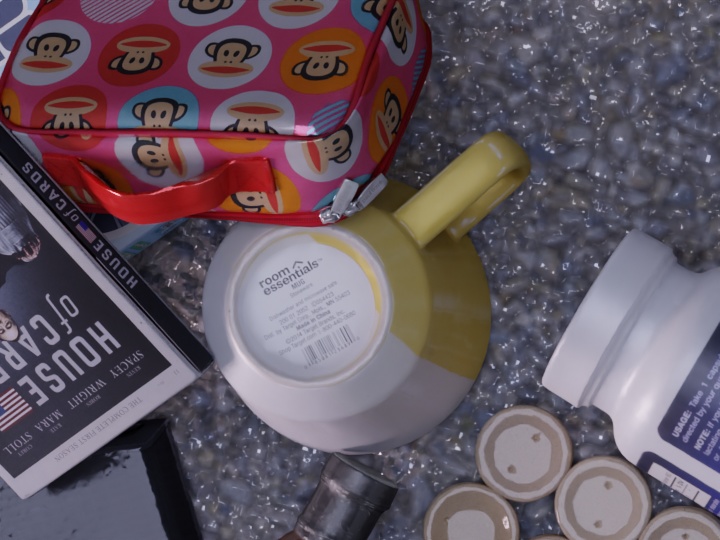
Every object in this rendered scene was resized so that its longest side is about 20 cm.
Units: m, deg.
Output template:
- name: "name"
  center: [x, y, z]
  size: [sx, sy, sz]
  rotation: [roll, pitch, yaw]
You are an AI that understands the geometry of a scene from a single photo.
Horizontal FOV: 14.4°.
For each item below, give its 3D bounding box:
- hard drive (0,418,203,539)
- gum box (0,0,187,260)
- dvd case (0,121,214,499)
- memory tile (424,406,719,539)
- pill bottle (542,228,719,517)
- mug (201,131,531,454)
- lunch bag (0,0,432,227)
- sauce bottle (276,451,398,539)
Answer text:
- name: "hard drive"
  center: [-0.184, 0.164, 1.530]
  size: [0.200, 0.042, 0.135]
  rotation: [-17, 86, 7]
- name: "gum box"
  center: [-0.159, -0.086, 1.535]
  size: [0.200, 0.045, 0.170]
  rotation: [-34, 84, 7]
- name: "dvd case"
  center: [-0.187, 0.008, 1.424]
  size: [0.200, 0.025, 0.150]
  rotation: [48, 127, -8]
- name: "memory tile"
  center: [0.089, 0.186, 1.496]
  size: [0.153, 0.017, 0.200]
  rotation: [31, 93, 8]
- name: "pill bottle"
  center: [0.200, 0.069, 1.442]
  size: [0.200, 0.116, 0.116]
  rotation: [31, 92, 7]
- name: "mug"
  center: [-0.009, 0.003, 1.456]
  size: [0.149, 0.153, 0.187]
  rotation: [17, 90, 9]
- name: "lunch bag"
  center: [-0.075, -0.091, 1.410]
  size: [0.200, 0.082, 0.176]
  rotation: [4, 50, 20]
- name: "sauce bottle"
  center: [-0.045, 0.191, 1.500]
  size: [0.065, 0.065, 0.200]
  rotation: [28, 90, 8]
